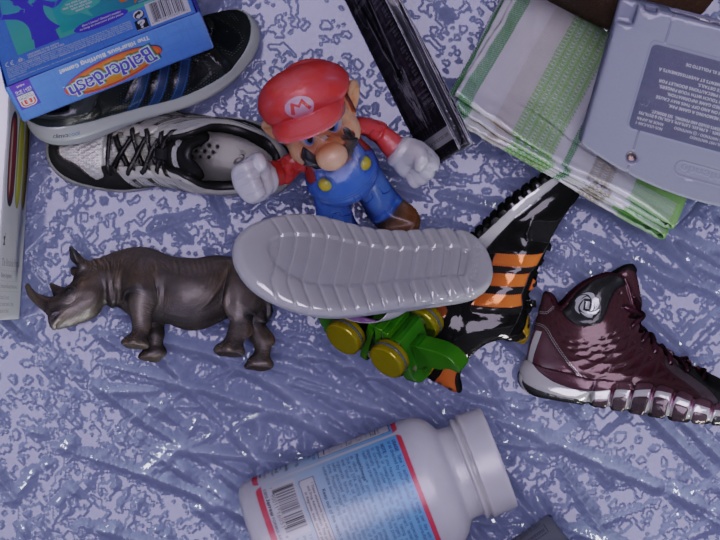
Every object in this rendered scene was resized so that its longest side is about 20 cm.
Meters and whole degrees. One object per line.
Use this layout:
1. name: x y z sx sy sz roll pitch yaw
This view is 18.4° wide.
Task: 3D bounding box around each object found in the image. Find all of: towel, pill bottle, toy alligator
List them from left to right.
1. toy alligator: -0.005 0.039 1.697 0.200 0.054 0.059 27 53 21
2. pill bottle: 0.015 0.180 1.711 0.199 0.109 0.109 -21 90 0
3. towel: 0.178 -0.129 1.714 0.200 0.031 0.149 29 60 -1

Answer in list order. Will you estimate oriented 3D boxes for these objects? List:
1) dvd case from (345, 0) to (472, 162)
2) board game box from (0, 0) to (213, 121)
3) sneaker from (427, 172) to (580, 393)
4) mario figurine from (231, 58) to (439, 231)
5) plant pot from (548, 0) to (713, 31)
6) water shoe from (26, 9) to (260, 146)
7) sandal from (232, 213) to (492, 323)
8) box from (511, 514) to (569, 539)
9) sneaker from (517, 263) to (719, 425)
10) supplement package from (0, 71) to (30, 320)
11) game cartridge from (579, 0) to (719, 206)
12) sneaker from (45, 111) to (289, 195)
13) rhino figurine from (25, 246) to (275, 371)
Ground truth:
1. dvd case: 0.025 -0.176 1.688 0.016 0.149 0.201 -26 90 -8
2. board game box: -0.208 -0.220 1.654 0.152 0.045 0.200 -21 54 0
3. sneaker: 0.114 0.008 1.732 0.200 0.070 0.090 -44 93 6
4. mario figurine: -0.017 -0.071 1.662 0.106 0.200 0.124 18 63 33
5. plant pot: 0.182 -0.270 1.688 0.200 0.187 0.187 41 90 -14
6. water shoe: -0.166 -0.163 1.696 0.200 0.079 0.072 -28 47 -18
7. sandal: 0.000 0.007 1.660 0.202 0.050 0.083 4 61 -16
8. box: 0.104 0.287 1.666 0.184 0.200 0.105 -34 92 0
9. sneaker: 0.228 0.056 1.729 0.199 0.076 0.116 9 87 0
10. supplement package: -0.317 -0.065 1.705 0.109 0.114 0.201 4 90 0
11. game cartridge: 0.271 -0.116 1.652 0.199 0.041 0.134 16 104 0
12. sneaker: -0.148 -0.097 1.720 0.199 0.088 0.076 1 92 1
13. rhino figurine: -0.163 0.024 1.732 0.199 0.060 0.088 6 71 1
